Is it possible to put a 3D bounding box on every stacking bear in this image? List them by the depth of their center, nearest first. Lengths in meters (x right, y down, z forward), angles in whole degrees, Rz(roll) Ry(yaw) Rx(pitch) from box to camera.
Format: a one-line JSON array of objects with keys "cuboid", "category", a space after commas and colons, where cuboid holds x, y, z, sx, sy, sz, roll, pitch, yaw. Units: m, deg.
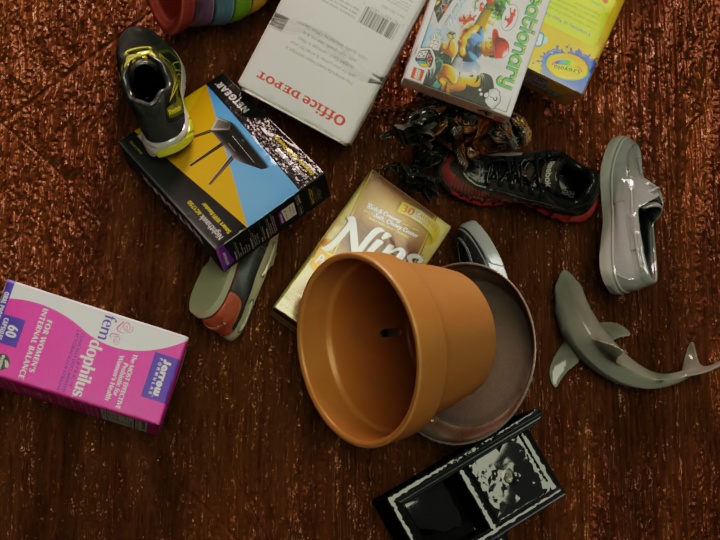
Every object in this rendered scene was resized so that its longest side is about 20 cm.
[{"cuboid": [-0.143, -0.348, 1.441, 0.199, 0.114, 0.122, -19, 67, -24], "category": "stacking bear"}]

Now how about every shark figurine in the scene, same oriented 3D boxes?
[{"cuboid": [0.308, 0.098, 1.427, 0.214, 0.090, 0.128, 27, 76, -1], "category": "shark figurine"}]

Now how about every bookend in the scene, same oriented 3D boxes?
[{"cuboid": [0.150, 0.288, 1.352, 0.198, 0.092, 0.200, -27, 84, -14], "category": "bookend"}]

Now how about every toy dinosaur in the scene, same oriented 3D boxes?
[{"cuboid": [0.093, -0.157, 1.429, 0.136, 0.200, 0.102, -48, 121, -36], "category": "toy dinosaur"}]

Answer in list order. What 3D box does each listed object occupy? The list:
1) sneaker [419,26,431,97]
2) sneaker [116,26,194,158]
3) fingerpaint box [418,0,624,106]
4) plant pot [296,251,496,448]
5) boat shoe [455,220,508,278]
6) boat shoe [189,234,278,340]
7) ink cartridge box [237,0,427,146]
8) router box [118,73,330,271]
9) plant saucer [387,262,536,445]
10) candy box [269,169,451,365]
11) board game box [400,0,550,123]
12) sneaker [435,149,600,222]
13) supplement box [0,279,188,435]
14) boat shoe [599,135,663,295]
[{"cuboid": [0.125, -0.299, 1.487, 0.085, 0.073, 0.200, 31, 75, -13], "category": "sneaker"}, {"cuboid": [-0.232, -0.218, 1.377, 0.074, 0.085, 0.200, -22, 52, -5], "category": "sneaker"}, {"cuboid": [0.192, -0.310, 1.429, 0.199, 0.073, 0.167, 24, 84, -4], "category": "fingerpaint box"}, {"cuboid": [0.047, 0.074, 1.293, 0.140, 0.200, 0.201, -7, 77, -38], "category": "plant pot"}, {"cuboid": [0.136, 0.043, 1.421, 0.068, 0.072, 0.201, -16, 87, -13], "category": "boat shoe"}, {"cuboid": [-0.126, -0.019, 1.393, 0.063, 0.071, 0.201, 43, 59, -39], "category": "boat shoe"}, {"cuboid": [-0.030, -0.260, 1.410, 0.146, 0.084, 0.200, 29, 92, -1], "category": "ink cartridge box"}, {"cuboid": [-0.151, -0.112, 1.375, 0.149, 0.051, 0.200, -37, 59, -15], "category": "router box"}, {"cuboid": [0.114, 0.092, 1.367, 0.032, 0.200, 0.201, 15, 70, -50], "category": "plant saucer"}, {"cuboid": [0.000, 0.000, 1.411, 0.115, 0.055, 0.200, 36, 75, -3], "category": "candy box"}, {"cuboid": [0.136, -0.279, 1.366, 0.126, 0.035, 0.201, 19, 85, -4], "category": "board game box"}, {"cuboid": [0.190, -0.109, 1.447, 0.200, 0.098, 0.071, 12, 77, -4], "category": "sneaker"}, {"cuboid": [-0.293, 0.095, 1.318, 0.199, 0.103, 0.102, 18, 74, -7], "category": "supplement box"}, {"cuboid": [0.322, -0.070, 1.454, 0.072, 0.068, 0.201, 38, 53, -43], "category": "boat shoe"}]
